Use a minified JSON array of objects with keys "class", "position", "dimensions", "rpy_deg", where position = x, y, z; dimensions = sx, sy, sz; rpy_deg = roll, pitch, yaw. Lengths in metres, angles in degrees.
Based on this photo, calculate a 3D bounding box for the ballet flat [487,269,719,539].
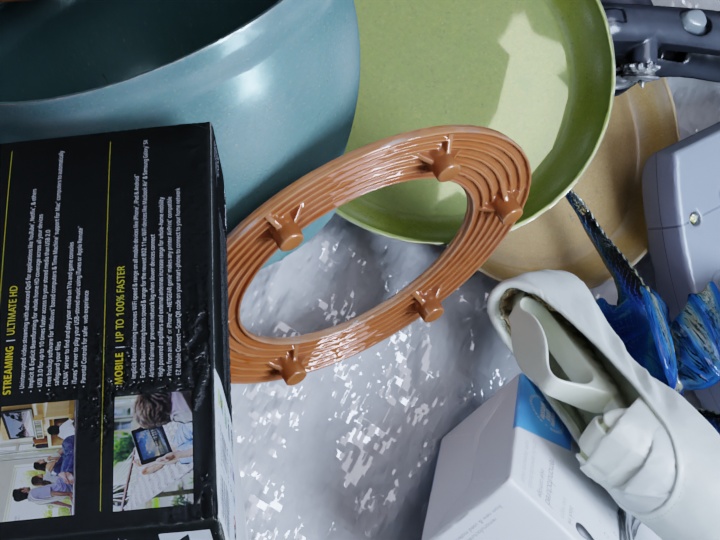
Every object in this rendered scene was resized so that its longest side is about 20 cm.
[{"class":"ballet flat","position":[0.126,0.073,0.940],"dimensions":[0.069,0.070,0.200],"rpy_deg":[-10,46,-28]}]

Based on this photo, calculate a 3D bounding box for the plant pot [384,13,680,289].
[{"class":"plant pot","position":[0.098,-0.082,1.057],"dimensions":[0.199,0.027,0.201],"rpy_deg":[7,75,-25]}]

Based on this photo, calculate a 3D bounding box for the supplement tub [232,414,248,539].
[{"class":"supplement tub","position":[-0.152,0.108,0.794],"dimensions":[0.199,0.140,0.141],"rpy_deg":[-7,81,-2]}]

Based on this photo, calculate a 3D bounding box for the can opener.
[{"class":"can opener","position":[0.203,-0.136,1.071],"dimensions":[0.199,0.063,0.079],"rpy_deg":[5,75,-25]}]

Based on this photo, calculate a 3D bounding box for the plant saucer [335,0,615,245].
[{"class":"plant saucer","position":[0.040,-0.110,0.993],"dimensions":[0.199,0.031,0.201],"rpy_deg":[1,79,-5]}]

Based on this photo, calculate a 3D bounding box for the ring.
[{"class":"ring","position":[0.000,0.000,0.898],"dimensions":[0.200,0.201,0.019],"rpy_deg":[-17,61,-28]}]

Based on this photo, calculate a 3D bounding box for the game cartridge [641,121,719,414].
[{"class":"game cartridge","position":[0.240,0.008,1.085],"dimensions":[0.133,0.041,0.201],"rpy_deg":[-23,100,-26]}]

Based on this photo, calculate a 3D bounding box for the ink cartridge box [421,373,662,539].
[{"class":"ink cartridge box","position":[0.129,0.163,0.963],"dimensions":[0.200,0.067,0.116],"rpy_deg":[43,23,-12]}]

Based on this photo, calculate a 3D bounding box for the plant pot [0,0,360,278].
[{"class":"plant pot","position":[-0.084,-0.076,0.888],"dimensions":[0.200,0.200,0.135],"rpy_deg":[-39,123,-28]}]

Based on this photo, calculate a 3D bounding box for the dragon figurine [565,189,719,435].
[{"class":"dragon figurine","position":[0.166,0.039,0.994],"dimensions":[0.059,0.099,0.201],"rpy_deg":[-4,81,-31]}]

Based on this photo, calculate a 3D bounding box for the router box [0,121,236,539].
[{"class":"router box","position":[-0.127,0.034,0.728],"dimensions":[0.148,0.051,0.201],"rpy_deg":[-5,52,1]}]
